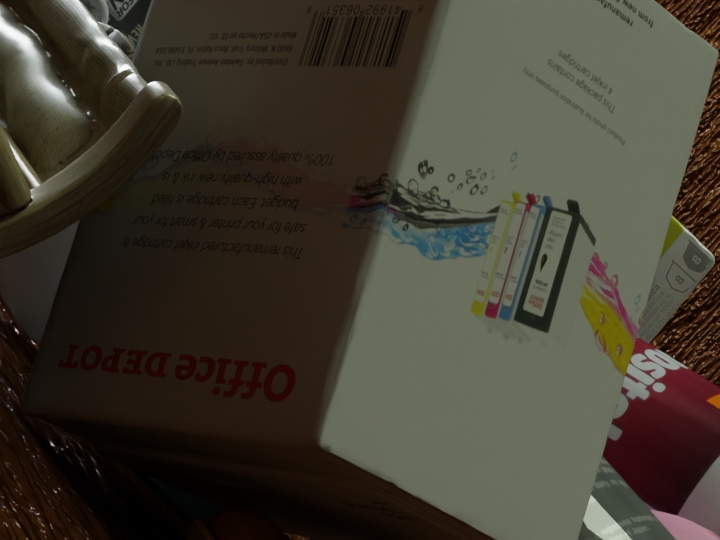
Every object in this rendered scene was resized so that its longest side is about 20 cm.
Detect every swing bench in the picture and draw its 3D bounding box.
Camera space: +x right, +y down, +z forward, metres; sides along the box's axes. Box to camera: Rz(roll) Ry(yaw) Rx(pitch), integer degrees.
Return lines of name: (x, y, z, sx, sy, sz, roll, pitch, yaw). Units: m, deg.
swing bench: (-0.188, -0.106, 0.985, 0.200, 0.130, 0.199, 48, -1, -33)

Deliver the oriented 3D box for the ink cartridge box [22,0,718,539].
ink cartridge box: (0.005, -0.014, 1.021, 0.147, 0.201, 0.144, 5, -18, 44)

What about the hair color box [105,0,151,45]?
hair color box: (-0.160, -0.120, 1.451, 0.061, 0.102, 0.200, 45, -9, -30)

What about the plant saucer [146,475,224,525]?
plant saucer: (-0.057, 0.078, 1.181, 0.070, 0.019, 0.200, 44, 2, 0)

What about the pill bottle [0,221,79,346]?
pill bottle: (-0.053, -0.023, 1.195, 0.120, 0.120, 0.200, 44, 29, 16)

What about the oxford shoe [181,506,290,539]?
oxford shoe: (0.016, 0.124, 1.012, 0.200, 0.071, 0.071, 39, 7, -39)

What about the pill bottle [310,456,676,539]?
pill bottle: (0.051, 0.108, 1.168, 0.200, 0.114, 0.114, 49, 5, 24)

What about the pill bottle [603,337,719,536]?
pill bottle: (0.139, 0.101, 1.415, 0.199, 0.113, 0.113, 32, -2, 24)

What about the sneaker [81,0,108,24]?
sneaker: (-0.167, -0.120, 1.343, 0.075, 0.099, 0.201, 75, -6, -50)

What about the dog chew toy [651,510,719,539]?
dog chew toy: (0.094, 0.150, 1.303, 0.124, 0.125, 0.200, 42, -5, -31)

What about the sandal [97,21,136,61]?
sandal: (-0.142, -0.063, 1.117, 0.199, 0.080, 0.054, 15, -29, 46)

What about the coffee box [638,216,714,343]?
coffee box: (0.045, 0.000, 1.685, 0.198, 0.200, 0.200, 42, -4, -8)
